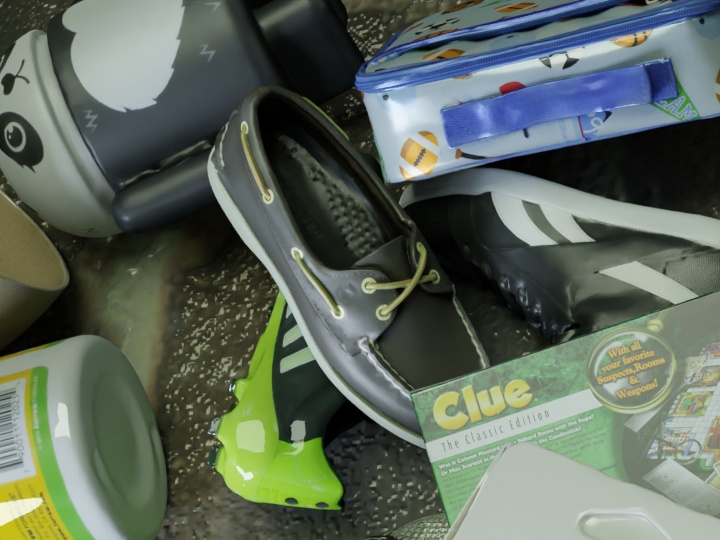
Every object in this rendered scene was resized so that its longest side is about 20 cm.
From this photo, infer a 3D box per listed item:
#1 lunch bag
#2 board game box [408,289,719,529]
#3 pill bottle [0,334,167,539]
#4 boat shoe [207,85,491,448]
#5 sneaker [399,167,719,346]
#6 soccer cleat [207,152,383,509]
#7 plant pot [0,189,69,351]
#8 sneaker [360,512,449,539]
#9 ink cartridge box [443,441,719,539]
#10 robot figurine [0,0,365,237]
[{"bbox_3d":[0.103,-0.101,1.213,0.200,0.076,0.160,-13,10,16],"label":"lunch bag"},{"bbox_3d":[0.130,0.073,1.119,0.200,0.023,0.105,-18,76,9],"label":"board game box"},{"bbox_3d":[-0.208,0.108,1.252,0.200,0.111,0.111,-15,54,16],"label":"pill bottle"},{"bbox_3d":[0.000,0.000,1.197,0.072,0.061,0.201,-34,78,-27],"label":"boat shoe"},{"bbox_3d":[0.090,0.020,1.194,0.200,0.073,0.112,10,65,30],"label":"sneaker"},{"bbox_3d":[-0.012,0.032,1.248,0.081,0.068,0.200,16,61,6],"label":"soccer cleat"},{"bbox_3d":[-0.274,0.000,1.315,0.135,0.200,0.200,-52,51,8],"label":"plant pot"},{"bbox_3d":[-0.017,0.158,1.126,0.200,0.085,0.078,-24,43,-22],"label":"sneaker"},{"bbox_3d":[0.126,0.167,1.001,0.146,0.200,0.083,21,70,35],"label":"ink cartridge box"},{"bbox_3d":[-0.102,-0.099,1.326,0.200,0.125,0.150,-25,8,8],"label":"robot figurine"}]
